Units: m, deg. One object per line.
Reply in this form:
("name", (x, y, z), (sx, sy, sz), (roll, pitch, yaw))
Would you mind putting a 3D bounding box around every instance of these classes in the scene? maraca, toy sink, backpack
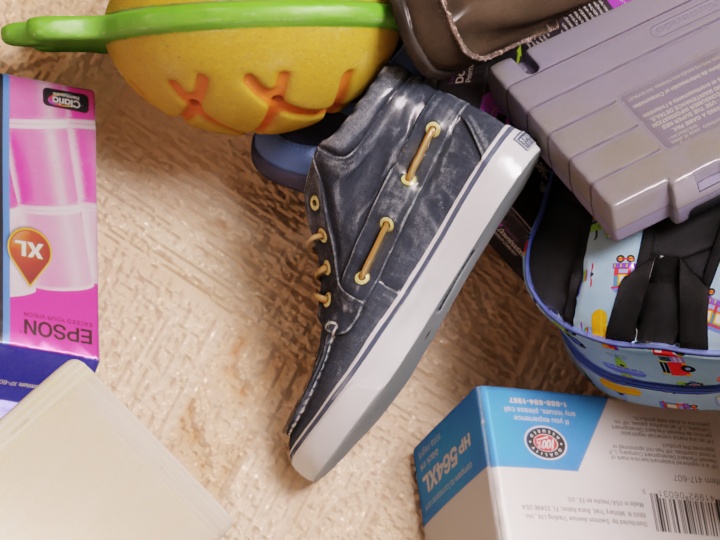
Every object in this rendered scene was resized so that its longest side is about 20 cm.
("maraca", (-0.075, -0.119, 1.457), (0.200, 0.137, 0.107), (-2, 87, 14))
("toy sink", (-0.170, 0.156, 1.271), (0.112, 0.130, 0.200), (46, 51, 2))
("backpack", (0.177, -0.007, 1.481), (0.182, 0.135, 0.200), (6, 48, 17))

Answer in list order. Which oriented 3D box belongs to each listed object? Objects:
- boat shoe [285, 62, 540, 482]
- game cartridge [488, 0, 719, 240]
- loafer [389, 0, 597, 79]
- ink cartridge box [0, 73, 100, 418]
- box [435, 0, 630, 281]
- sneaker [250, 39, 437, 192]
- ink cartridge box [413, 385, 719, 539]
("boat shoe", (0.000, 0.000, 1.449), (0.091, 0.200, 0.071), (33, 6, 9))
("game cartridge", (0.179, -0.095, 1.451), (0.200, 0.038, 0.130), (-25, 51, -12))
("loafer", (0.084, -0.154, 1.463), (0.200, 0.071, 0.073), (-37, 109, -49))
("ink cartridge box", (-0.175, -0.004, 1.422), (0.095, 0.037, 0.200), (10, 61, -24))
("box", (0.091, -0.105, 1.563), (0.143, 0.036, 0.200), (45, 47, -48))
("sneaker", (0.007, -0.114, 1.543), (0.074, 0.082, 0.200), (24, 46, 17))
("ink cartridge box", (0.116, 0.167, 1.448), (0.146, 0.084, 0.200), (7, 60, -25))
